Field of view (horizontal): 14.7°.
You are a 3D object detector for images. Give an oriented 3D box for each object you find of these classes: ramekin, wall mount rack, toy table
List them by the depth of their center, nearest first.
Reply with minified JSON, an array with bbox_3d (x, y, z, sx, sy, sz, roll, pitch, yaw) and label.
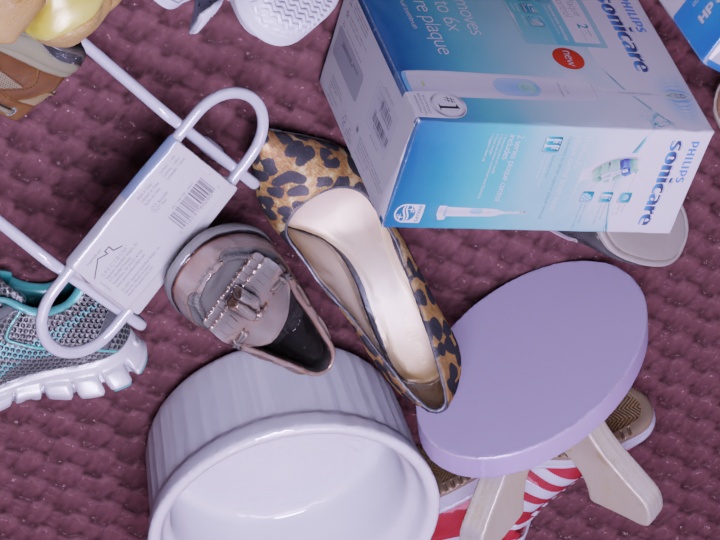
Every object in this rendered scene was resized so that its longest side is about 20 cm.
[{"bbox_3d":[-0.157,-0.054,1.683,0.200,0.075,0.174,-51,135,0],"label":"wall mount rack"},{"bbox_3d":[0.119,0.097,1.890,0.200,0.184,0.118,-35,139,-25],"label":"toy table"},{"bbox_3d":[-0.053,0.141,1.898,0.199,0.098,0.201,-8,136,-8],"label":"ramekin"}]

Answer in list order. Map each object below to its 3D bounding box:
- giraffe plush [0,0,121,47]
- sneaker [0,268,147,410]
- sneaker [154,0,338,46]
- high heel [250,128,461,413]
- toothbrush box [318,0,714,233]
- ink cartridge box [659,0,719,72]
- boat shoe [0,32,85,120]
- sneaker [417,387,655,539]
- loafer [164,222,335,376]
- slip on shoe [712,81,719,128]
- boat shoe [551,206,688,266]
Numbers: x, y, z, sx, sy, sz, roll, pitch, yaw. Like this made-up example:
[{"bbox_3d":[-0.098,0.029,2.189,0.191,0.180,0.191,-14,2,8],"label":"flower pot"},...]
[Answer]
[{"bbox_3d":[-0.197,-0.235,1.486,0.199,0.173,0.163,29,110,0],"label":"giraffe plush"},{"bbox_3d":[-0.238,0.043,1.773,0.199,0.078,0.092,-15,118,-14],"label":"sneaker"},{"bbox_3d":[-0.075,-0.167,1.545,0.075,0.201,0.115,35,119,-28],"label":"sneaker"},{"bbox_3d":[0.000,0.000,1.763,0.071,0.143,0.200,-33,135,10],"label":"high heel"},{"bbox_3d":[0.093,-0.101,1.704,0.199,0.147,0.086,2,131,-22],"label":"toothbrush box"},{"bbox_3d":[0.236,-0.184,1.646,0.145,0.200,0.084,20,119,-35],"label":"ink cartridge box"},{"bbox_3d":[-0.250,-0.139,1.574,0.199,0.076,0.074,26,112,-32],"label":"boat shoe"},{"bbox_3d":[0.126,0.155,2.009,0.199,0.071,0.113,-19,132,7],"label":"sneaker"},{"bbox_3d":[-0.061,0.023,1.763,0.072,0.063,0.200,-49,161,1],"label":"loafer"},{"bbox_3d":[0.314,-0.153,1.808,0.200,0.076,0.061,-43,173,8],"label":"slip on shoe"},{"bbox_3d":[0.138,-0.056,1.838,0.199,0.057,0.067,23,87,-40],"label":"boat shoe"}]
